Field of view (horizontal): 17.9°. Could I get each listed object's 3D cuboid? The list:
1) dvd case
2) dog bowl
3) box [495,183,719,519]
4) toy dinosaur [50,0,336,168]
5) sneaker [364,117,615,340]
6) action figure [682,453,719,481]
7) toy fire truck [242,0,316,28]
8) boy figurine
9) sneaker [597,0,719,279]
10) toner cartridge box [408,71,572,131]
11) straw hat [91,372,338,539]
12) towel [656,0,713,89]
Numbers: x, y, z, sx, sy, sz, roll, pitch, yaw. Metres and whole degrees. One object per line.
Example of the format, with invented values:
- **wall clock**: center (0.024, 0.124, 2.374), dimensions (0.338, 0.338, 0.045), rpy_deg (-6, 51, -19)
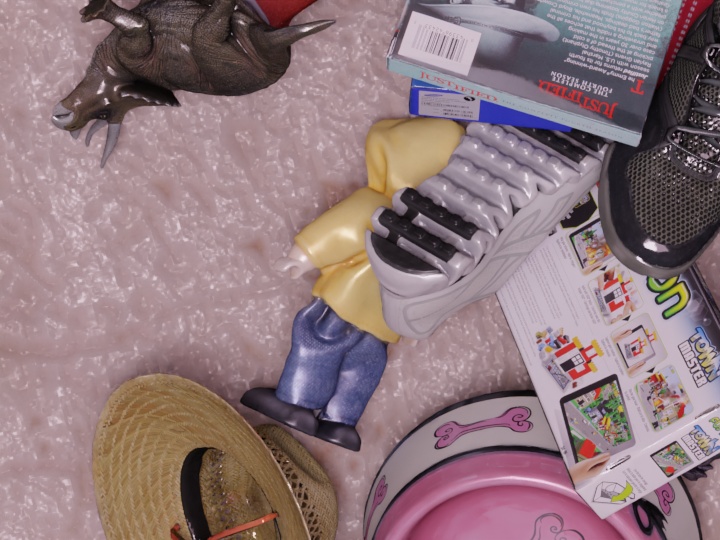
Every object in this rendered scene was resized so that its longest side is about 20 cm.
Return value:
- **dvd case**: center (0.112, -0.180, 1.258), dimensions (0.146, 0.022, 0.200), rpy_deg (17, 72, 4)
- **dog bowl**: center (0.094, 0.173, 1.309), dimensions (0.200, 0.074, 0.200), rpy_deg (4, 113, 9)
- **box**: center (0.142, 0.032, 1.273), dimensions (0.110, 0.200, 0.035), rpy_deg (-31, 134, 12)
- **toy dinosaur**: center (-0.089, -0.131, 1.282), dimensions (0.200, 0.077, 0.102), rpy_deg (-8, 138, 26)
- **sneaker**: center (0.078, -0.036, 1.294), dimensions (0.075, 0.081, 0.200), rpy_deg (36, 58, 28)
- **action figure**: center (0.204, 0.055, 1.327), dimensions (0.119, 0.102, 0.200), rpy_deg (32, 133, -30)
- **toy fire truck**: center (-0.073, -0.232, 1.294), dimensions (0.168, 0.112, 0.200), rpy_deg (-34, 98, 22)
- **boy figurine**: center (0.000, 0.000, 1.318), dimensions (0.124, 0.064, 0.200), rpy_deg (22, 89, -45)
- **sneaker**: center (0.195, -0.092, 1.246), dimensions (0.076, 0.114, 0.199), rpy_deg (31, 63, 3)
- **toner cartridge box**: center (0.084, -0.182, 1.292), dimensions (0.095, 0.043, 0.200), rpy_deg (6, 72, 0)
- **straw hat**: center (-0.061, 0.140, 1.323), dimensions (0.085, 0.201, 0.201), rpy_deg (-23, 97, -40)
- **towel**: center (0.167, -0.131, 1.349), dimensions (0.200, 0.022, 0.145), rpy_deg (20, 93, -4)
